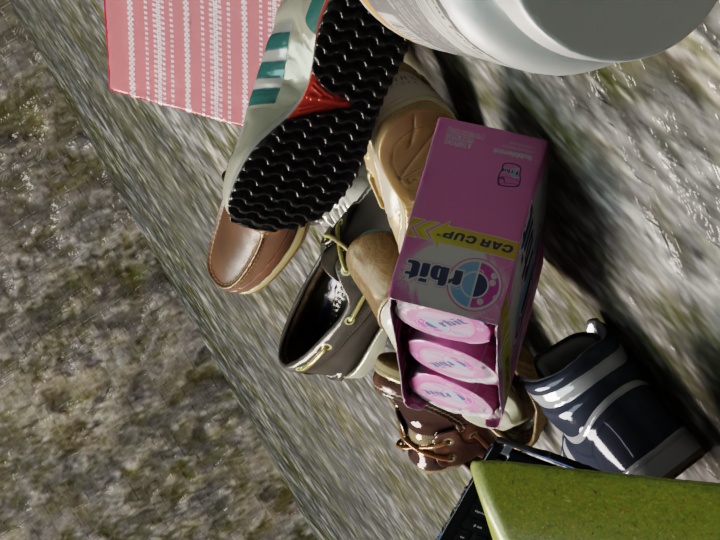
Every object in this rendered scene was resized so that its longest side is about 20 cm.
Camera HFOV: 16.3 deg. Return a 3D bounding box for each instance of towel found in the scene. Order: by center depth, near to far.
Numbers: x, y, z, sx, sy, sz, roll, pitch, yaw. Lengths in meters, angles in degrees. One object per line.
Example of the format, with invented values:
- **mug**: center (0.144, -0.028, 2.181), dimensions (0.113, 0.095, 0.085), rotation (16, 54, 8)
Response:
- **towel**: center (-0.081, -0.157, 1.587), dimensions (0.199, 0.022, 0.145), rotation (17, 128, 24)

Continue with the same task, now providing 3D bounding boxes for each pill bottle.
- **pill bottle**: center (0.068, -0.139, 1.010), dimensions (0.117, 0.116, 0.200), rotation (60, 170, -16)

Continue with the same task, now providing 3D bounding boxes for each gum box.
- **gum box**: center (0.065, 0.007, 1.474), dimensions (0.066, 0.114, 0.200), rotation (13, 160, 9)

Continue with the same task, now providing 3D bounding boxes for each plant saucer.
- **plant saucer**: center (0.166, 0.181, 1.370), dimensions (0.200, 0.198, 0.048), rotation (70, -151, -54)

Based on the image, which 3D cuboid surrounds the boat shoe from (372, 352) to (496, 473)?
- **boat shoe**: center (0.062, 0.113, 1.800), dimensions (0.072, 0.072, 0.200), rotation (22, 176, 30)

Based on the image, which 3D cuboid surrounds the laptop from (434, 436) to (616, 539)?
- **laptop**: center (0.143, 0.173, 1.423), dimensions (0.176, 0.201, 0.104), rotation (21, -147, -10)

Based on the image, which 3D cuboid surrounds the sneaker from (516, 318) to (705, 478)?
- **sneaker**: center (0.141, 0.098, 1.547), dimensions (0.109, 0.070, 0.200), rotation (52, 163, 6)

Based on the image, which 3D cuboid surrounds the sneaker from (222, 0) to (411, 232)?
- **sneaker**: center (-0.027, -0.116, 1.505), dimensions (0.094, 0.070, 0.200), rotation (-102, 32, -50)

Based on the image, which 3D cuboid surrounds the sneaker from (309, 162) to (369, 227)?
- **sneaker**: center (-0.012, -0.055, 1.827), dimensions (0.200, 0.081, 0.075), rotation (43, 161, 53)

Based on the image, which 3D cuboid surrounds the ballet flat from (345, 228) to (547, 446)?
- **ballet flat**: center (0.062, 0.054, 1.684), dimensions (0.200, 0.068, 0.073), rotation (46, -146, -31)

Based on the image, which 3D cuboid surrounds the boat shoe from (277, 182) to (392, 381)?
- **boat shoe**: center (0.000, 0.000, 1.725), dimensions (0.072, 0.060, 0.202), rotation (63, 142, 39)

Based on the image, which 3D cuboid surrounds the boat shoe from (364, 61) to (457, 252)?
- **boat shoe**: center (0.042, -0.062, 1.576), dimensions (0.200, 0.073, 0.069), rotation (73, 174, -55)

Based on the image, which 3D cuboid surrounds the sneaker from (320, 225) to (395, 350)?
- **sneaker**: center (0.014, 0.008, 1.849), dimensions (0.090, 0.067, 0.200), rotation (15, -163, -39)

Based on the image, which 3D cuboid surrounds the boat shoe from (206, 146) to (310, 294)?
- **boat shoe**: center (-0.069, -0.066, 1.786), dimensions (0.072, 0.067, 0.201), rotation (50, 128, 30)
